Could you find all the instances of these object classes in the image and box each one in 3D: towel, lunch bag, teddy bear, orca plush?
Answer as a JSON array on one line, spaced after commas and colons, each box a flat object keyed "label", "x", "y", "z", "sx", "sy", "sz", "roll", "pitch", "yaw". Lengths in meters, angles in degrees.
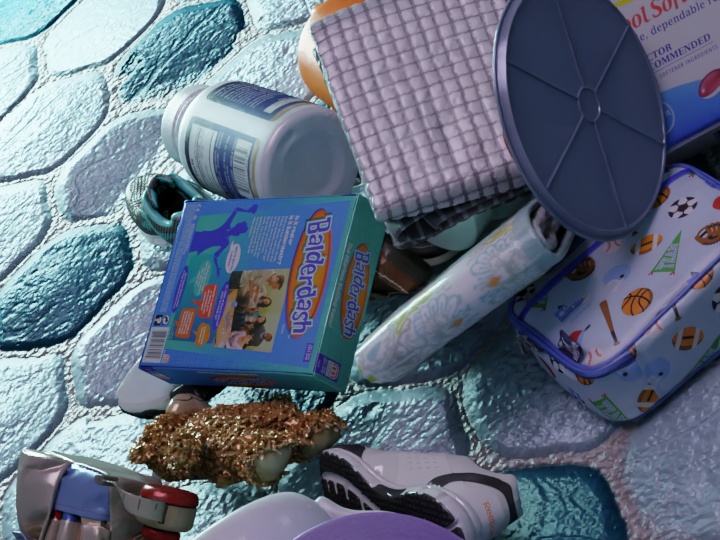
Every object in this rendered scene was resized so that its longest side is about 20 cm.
[{"label": "towel", "x": 0.064, "y": -0.127, "z": 1.520, "sx": 0.165, "sy": 0.086, "sz": 0.201, "roll": -19, "pitch": 64, "yaw": -3}, {"label": "lunch bag", "x": 0.209, "y": 0.014, "z": 1.471, "sx": 0.200, "sy": 0.076, "sz": 0.160, "roll": -40, "pitch": 34, "yaw": -5}, {"label": "towel", "x": 0.089, "y": 0.011, "z": 1.498, "sx": 0.171, "sy": 0.048, "sz": 0.200, "roll": -40, "pitch": -1, "yaw": 17}, {"label": "teddy bear", "x": -0.101, "y": 0.129, "z": 1.561, "sx": 0.144, "sy": 0.067, "sz": 0.200, "roll": -23, "pitch": 12, "yaw": -23}, {"label": "orca plush", "x": -0.117, "y": 0.064, "z": 1.677, "sx": 0.200, "sy": 0.071, "sz": 0.105, "roll": -50, "pitch": 46, "yaw": 8}]

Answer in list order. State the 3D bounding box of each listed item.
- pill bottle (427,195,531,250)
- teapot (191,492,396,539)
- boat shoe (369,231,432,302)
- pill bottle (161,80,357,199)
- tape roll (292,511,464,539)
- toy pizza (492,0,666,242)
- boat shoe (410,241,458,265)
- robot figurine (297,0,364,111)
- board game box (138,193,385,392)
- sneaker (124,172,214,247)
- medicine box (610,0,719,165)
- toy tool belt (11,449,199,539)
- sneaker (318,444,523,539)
[{"label": "pill bottle", "x": 0.111, "y": -0.114, "z": 1.621, "sx": 0.112, "sy": 0.112, "sz": 0.200, "roll": 7, "pitch": 49, "yaw": 43}, {"label": "teapot", "x": -0.063, "y": 0.259, "z": 1.367, "sx": 0.197, "sy": 0.200, "sz": 0.146, "roll": -22, "pitch": 64, "yaw": -43}, {"label": "boat shoe", "x": 0.000, "y": 0.000, "z": 1.644, "sx": 0.074, "sy": 0.076, "sz": 0.200, "roll": -55, "pitch": 17, "yaw": -2}, {"label": "pill bottle", "x": -0.101, "y": -0.116, "z": 1.832, "sx": 0.111, "sy": 0.111, "sz": 0.200, "roll": -48, "pitch": 38, "yaw": -15}, {"label": "tape roll", "x": 0.008, "y": 0.260, "z": 1.263, "sx": 0.200, "sy": 0.200, "sz": 0.066, "roll": -52, "pitch": 1, "yaw": -20}, {"label": "toy pizza", "x": 0.156, "y": -0.118, "z": 1.438, "sx": 0.032, "sy": 0.200, "sz": 0.201, "roll": -15, "pitch": 40, "yaw": 42}, {"label": "boat shoe", "x": 0.077, "y": -0.091, "z": 1.699, "sx": 0.071, "sy": 0.068, "sz": 0.201, "roll": -6, "pitch": 48, "yaw": 35}, {"label": "robot figurine", "x": 0.017, "y": -0.187, "z": 1.812, "sx": 0.144, "sy": 0.117, "sz": 0.200, "roll": -40, "pitch": 35, "yaw": -9}, {"label": "board game box", "x": -0.080, "y": 0.018, "z": 1.586, "sx": 0.199, "sy": 0.045, "sz": 0.153, "roll": 0, "pitch": 69, "yaw": 42}, {"label": "sneaker", "x": -0.175, "y": -0.063, "z": 1.852, "sx": 0.078, "sy": 0.091, "sz": 0.200, "roll": -44, "pitch": 37, "yaw": -11}, {"label": "medicine box", "x": 0.268, "y": -0.209, "z": 1.554, "sx": 0.181, "sy": 0.103, "sz": 0.201, "roll": -28, "pitch": 80, "yaw": 12}, {"label": "toy tool belt", "x": -0.206, "y": 0.220, "z": 1.572, "sx": 0.199, "sy": 0.124, "sz": 0.124, "roll": 10, "pitch": 87, "yaw": 48}, {"label": "sneaker", "x": 0.042, "y": 0.168, "z": 1.457, "sx": 0.080, "sy": 0.074, "sz": 0.200, "roll": -22, "pitch": 22, "yaw": -31}]
